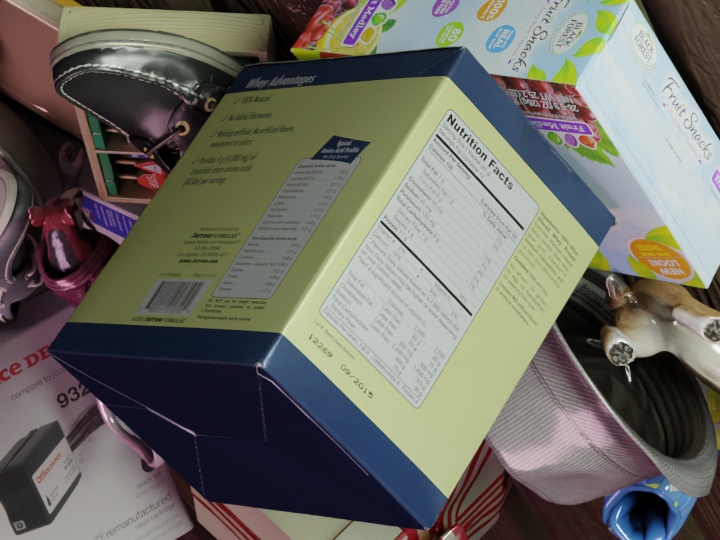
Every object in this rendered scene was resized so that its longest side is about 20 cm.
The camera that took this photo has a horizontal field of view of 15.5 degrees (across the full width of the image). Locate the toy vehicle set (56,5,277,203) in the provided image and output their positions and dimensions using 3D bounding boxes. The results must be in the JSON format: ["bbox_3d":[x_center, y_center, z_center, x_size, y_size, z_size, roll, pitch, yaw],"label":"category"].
[{"bbox_3d":[-0.110,-0.096,1.615,0.124,0.027,0.200,3,154,4],"label":"toy vehicle set"}]

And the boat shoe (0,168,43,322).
[{"bbox_3d":[-0.243,-0.013,1.810,0.061,0.073,0.200,15,155,-14],"label":"boat shoe"}]

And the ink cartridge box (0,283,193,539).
[{"bbox_3d":[-0.231,0.130,1.918,0.084,0.145,0.201,13,129,61],"label":"ink cartridge box"}]

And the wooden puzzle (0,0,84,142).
[{"bbox_3d":[-0.208,-0.146,1.707,0.185,0.037,0.200,31,163,1],"label":"wooden puzzle"}]

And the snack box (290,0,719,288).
[{"bbox_3d":[0.087,-0.077,1.402,0.199,0.068,0.169,13,152,42],"label":"snack box"}]

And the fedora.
[{"bbox_3d":[0.122,0.073,1.513,0.177,0.090,0.200,52,-160,0],"label":"fedora"}]

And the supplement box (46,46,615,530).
[{"bbox_3d":[-0.015,0.007,1.355,0.200,0.200,0.134,1,142,52],"label":"supplement box"}]

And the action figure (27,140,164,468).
[{"bbox_3d":[-0.173,0.013,1.759,0.134,0.149,0.200,28,169,38],"label":"action figure"}]

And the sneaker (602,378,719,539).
[{"bbox_3d":[0.172,0.131,1.684,0.076,0.105,0.200,32,158,-1],"label":"sneaker"}]

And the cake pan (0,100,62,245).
[{"bbox_3d":[-0.290,-0.083,1.849,0.200,0.037,0.201,27,152,16],"label":"cake pan"}]

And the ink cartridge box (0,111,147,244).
[{"bbox_3d":[-0.166,-0.037,1.873,0.199,0.039,0.100,27,157,17],"label":"ink cartridge box"}]

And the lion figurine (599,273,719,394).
[{"bbox_3d":[0.200,0.048,1.491,0.200,0.072,0.123,42,-170,-17],"label":"lion figurine"}]

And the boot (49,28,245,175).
[{"bbox_3d":[-0.091,-0.042,1.513,0.203,0.154,0.073,21,149,-34],"label":"boot"}]

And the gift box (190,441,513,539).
[{"bbox_3d":[0.008,0.142,1.842,0.187,0.200,0.185,42,166,18],"label":"gift box"}]
